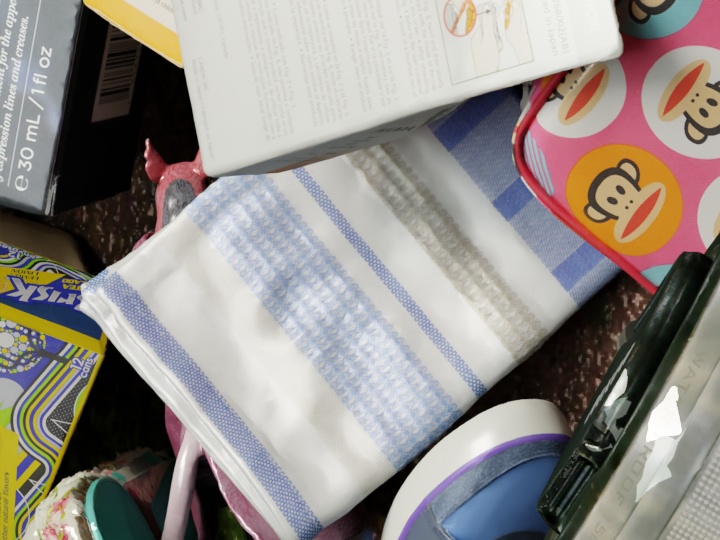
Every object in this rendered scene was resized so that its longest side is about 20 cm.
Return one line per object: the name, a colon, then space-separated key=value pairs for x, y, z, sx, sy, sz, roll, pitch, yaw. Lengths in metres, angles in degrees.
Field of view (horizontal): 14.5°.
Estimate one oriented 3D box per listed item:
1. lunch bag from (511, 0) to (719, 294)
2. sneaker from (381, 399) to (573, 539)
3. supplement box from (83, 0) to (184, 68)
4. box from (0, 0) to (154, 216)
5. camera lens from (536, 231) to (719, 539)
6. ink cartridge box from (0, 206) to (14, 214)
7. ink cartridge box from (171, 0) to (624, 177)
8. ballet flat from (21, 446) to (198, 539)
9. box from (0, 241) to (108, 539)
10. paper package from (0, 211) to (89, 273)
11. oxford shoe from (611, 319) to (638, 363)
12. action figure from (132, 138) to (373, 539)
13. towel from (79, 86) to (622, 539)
lunch bag: x=0.149 y=-0.082 z=1.032 sx=0.176 sy=0.082 sz=0.200 roll=37 pitch=117 yaw=-3
sneaker: x=0.058 y=0.169 z=1.153 sx=0.201 sy=0.080 sz=0.147 roll=-60 pitch=44 yaw=32
supplement box: x=-0.024 y=-0.188 z=1.199 sx=0.073 sy=0.126 sz=0.201 roll=33 pitch=113 yaw=35
box: x=-0.198 y=-0.124 z=1.282 sx=0.199 sy=0.107 sz=0.150 roll=14 pitch=101 yaw=14
camera lens: x=0.171 y=0.088 z=0.969 sx=0.199 sy=0.160 sz=0.161 roll=30 pitch=114 yaw=3
ink cartridge box: x=-0.228 y=-0.058 z=1.420 sx=0.115 sy=0.068 sz=0.201 roll=46 pitch=119 yaw=30
ink cartridge box: x=0.011 y=-0.135 z=1.070 sx=0.199 sy=0.050 sz=0.164 roll=-14 pitch=86 yaw=35
ballet flat: x=-0.115 y=0.123 z=1.246 sx=0.064 sy=0.200 sz=0.076 roll=-23 pitch=87 yaw=9
box: x=-0.174 y=0.089 z=1.280 sx=0.064 sy=0.070 sz=0.201 roll=-83 pitch=16 yaw=-60
paper package: x=-0.251 y=0.054 z=1.347 sx=0.191 sy=0.199 sz=0.104 roll=-60 pitch=28 yaw=25
oxford shoe: x=0.142 y=0.112 z=1.097 sx=0.084 sy=0.072 sz=0.201 roll=-42 pitch=65 yaw=36
action figure: x=-0.069 y=0.041 z=1.231 sx=0.133 sy=0.149 sz=0.201 roll=-7 pitch=106 yaw=37
towel: x=0.000 y=0.000 z=1.168 sx=0.200 sy=0.024 sz=0.147 roll=-40 pitch=77 yaw=-2
